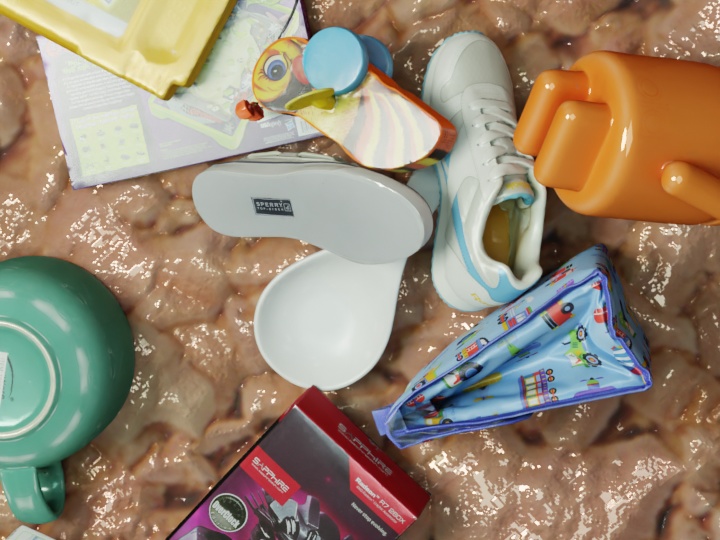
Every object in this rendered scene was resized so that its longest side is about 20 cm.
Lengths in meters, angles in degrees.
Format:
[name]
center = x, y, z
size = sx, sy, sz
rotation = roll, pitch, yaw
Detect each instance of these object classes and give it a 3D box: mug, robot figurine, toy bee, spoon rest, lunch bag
[mug]
center = -0.243, 0.084, 1.620
size = 0.152, 0.114, 0.185
rotation = -36, 91, 10
[robot figurine]
center = 0.208, -0.088, 1.514
size = 0.200, 0.144, 0.117
rotation = 4, 87, -26
[toy bee]
center = -0.028, -0.129, 1.555
size = 0.109, 0.131, 0.200
rotation = -46, 53, 15
[spoon rest]
center = 0.000, 0.000, 1.603
size = 0.099, 0.061, 0.200
rotation = 35, 99, -6
[lunch bag]
center = 0.099, 0.067, 1.555
size = 0.200, 0.151, 0.094
rotation = -24, 94, 10

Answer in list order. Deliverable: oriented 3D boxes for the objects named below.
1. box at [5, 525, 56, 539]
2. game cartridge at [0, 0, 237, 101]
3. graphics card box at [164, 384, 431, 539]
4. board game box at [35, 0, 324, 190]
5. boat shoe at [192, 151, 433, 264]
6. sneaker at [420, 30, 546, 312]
[box]
center = -0.197, 0.292, 1.620
size = 0.200, 0.101, 0.113
rotation = 23, 120, 12
[game cartridge]
center = -0.178, -0.241, 1.594
size = 0.200, 0.032, 0.176
rotation = 28, 92, 9
[graphics card box]
center = -0.060, 0.199, 1.632
size = 0.125, 0.051, 0.200
rotation = 43, 110, -1
[board game box]
center = -0.130, -0.138, 1.621
size = 0.200, 0.032, 0.120
rotation = -11, 100, 8
[boat shoe]
center = -0.025, -0.051, 1.565
size = 0.200, 0.066, 0.072
rotation = 3, 117, 37
[sneaker]
center = 0.094, -0.074, 1.552
size = 0.076, 0.081, 0.200
rotation = 0, 82, -32
